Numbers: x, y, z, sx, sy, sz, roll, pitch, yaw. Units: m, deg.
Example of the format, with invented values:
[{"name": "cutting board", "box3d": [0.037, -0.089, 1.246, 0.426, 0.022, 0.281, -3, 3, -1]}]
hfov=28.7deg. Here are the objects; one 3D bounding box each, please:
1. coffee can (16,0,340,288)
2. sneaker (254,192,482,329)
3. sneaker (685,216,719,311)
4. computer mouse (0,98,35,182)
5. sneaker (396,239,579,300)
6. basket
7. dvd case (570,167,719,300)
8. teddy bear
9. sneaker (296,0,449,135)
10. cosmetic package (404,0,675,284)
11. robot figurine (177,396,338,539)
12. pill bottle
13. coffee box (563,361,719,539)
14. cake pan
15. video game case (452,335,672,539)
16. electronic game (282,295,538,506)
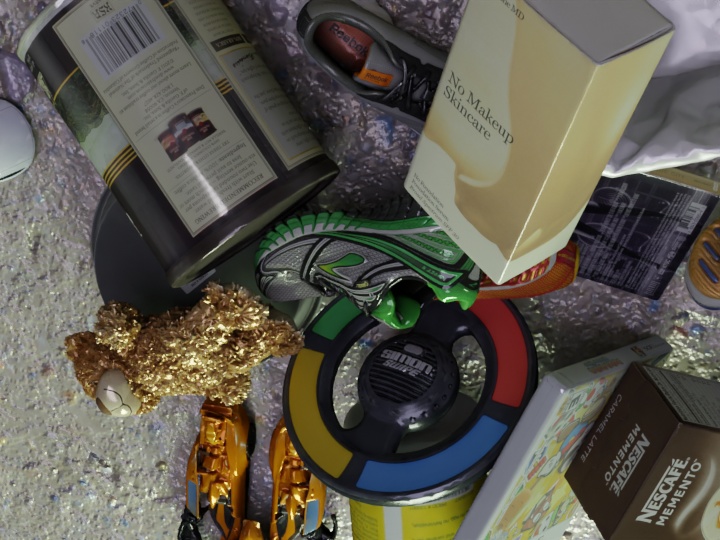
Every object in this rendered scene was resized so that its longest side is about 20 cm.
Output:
[{"name": "coffee can", "box3d": [-0.128, -0.111, 1.001, 0.146, 0.146, 0.201, -35, 89, 21]}, {"name": "sneaker", "box3d": [0.000, 0.000, 1.012, 0.199, 0.078, 0.086, -10, 71, 39]}, {"name": "sneaker", "box3d": [0.322, -0.035, 1.019, 0.199, 0.088, 0.076, -25, 74, -1]}, {"name": "computer mouse", "box3d": [-0.358, -0.088, 1.130, 0.198, 0.044, 0.111, -14, 108, 16]}, {"name": "sneaker", "box3d": [0.070, -0.003, 1.057, 0.199, 0.077, 0.074, 6, 82, 36]}, {"name": "basket", "box3d": [0.231, -0.192, 0.916, 0.198, 0.161, 0.200, -11, 110, 15]}, {"name": "dvd case", "box3d": [0.145, -0.048, 1.025, 0.198, 0.016, 0.149, 17, 149, 2]}, {"name": "teddy bear", "box3d": [-0.139, 0.066, 1.078, 0.198, 0.067, 0.145, -11, 153, 12]}, {"name": "sneaker", "box3d": [0.037, -0.134, 1.020, 0.199, 0.079, 0.074, 29, 112, -3]}, {"name": "cosmetic package", "box3d": [0.104, -0.098, 0.870, 0.105, 0.071, 0.201, 47, 145, 23]}, {"name": "robot figurine", "box3d": [-0.090, 0.204, 1.190, 0.143, 0.058, 0.202, 7, 112, 9]}, {"name": "pill bottle", "box3d": [0.048, 0.205, 1.136, 0.113, 0.114, 0.202, 0, 112, 10]}, {"name": "coffee box", "box3d": [0.270, 0.151, 1.048, 0.198, 0.080, 0.115, 13, 116, -25]}, {"name": "cake pan", "box3d": [-0.127, -0.004, 1.125, 0.198, 0.037, 0.202, 4, 112, 9]}, {"name": "video game case", "box3d": [0.147, 0.147, 1.065, 0.023, 0.181, 0.201, 38, 117, 26]}, {"name": "electronic game", "box3d": [0.036, 0.083, 1.057, 0.198, 0.202, 0.042, -9, 144, 14]}]
